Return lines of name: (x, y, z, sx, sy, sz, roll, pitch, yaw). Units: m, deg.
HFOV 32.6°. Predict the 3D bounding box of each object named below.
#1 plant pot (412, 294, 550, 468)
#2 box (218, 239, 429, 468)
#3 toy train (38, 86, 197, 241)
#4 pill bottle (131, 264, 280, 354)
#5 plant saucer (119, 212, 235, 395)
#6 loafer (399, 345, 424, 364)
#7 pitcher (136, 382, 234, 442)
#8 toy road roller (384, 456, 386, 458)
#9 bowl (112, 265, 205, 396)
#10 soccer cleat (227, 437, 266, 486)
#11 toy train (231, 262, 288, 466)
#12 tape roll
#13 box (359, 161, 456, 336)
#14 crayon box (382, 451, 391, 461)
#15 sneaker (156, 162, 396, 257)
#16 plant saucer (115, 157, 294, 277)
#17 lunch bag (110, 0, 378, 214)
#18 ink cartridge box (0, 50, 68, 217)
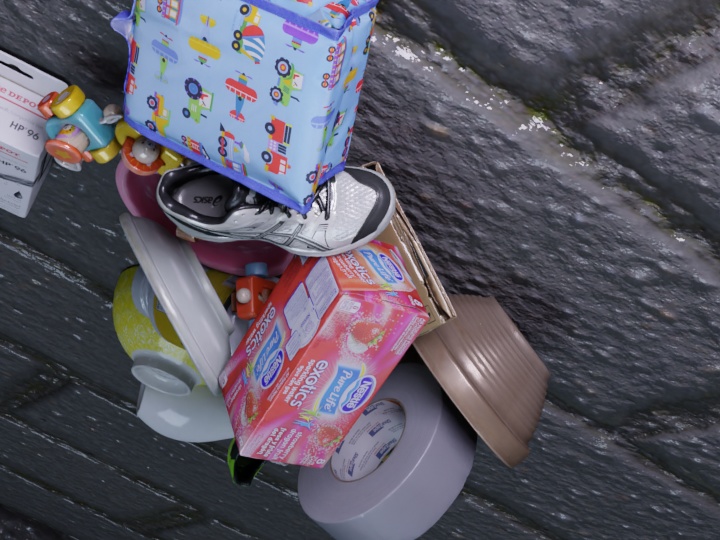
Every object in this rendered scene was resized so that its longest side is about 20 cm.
plant pot: (0.130, 0.094, 1.258, 0.202, 0.092, 0.201, 53, -176, -6)
box: (-0.037, 0.071, 1.102, 0.095, 0.100, 0.201, 15, 123, -31)
toy train: (-0.212, -0.087, 1.124, 0.198, 0.056, 0.151, 21, 146, 10)
pill bottle: (-0.165, 0.040, 1.365, 0.199, 0.113, 0.112, 19, 160, 43)
plant saucer: (-0.168, 0.024, 1.204, 0.201, 0.050, 0.200, 61, 174, 11)
loafer: (0.004, 0.061, 1.358, 0.199, 0.068, 0.076, 34, 150, -27)
pitcher: (-0.206, 0.181, 1.699, 0.198, 0.123, 0.171, 14, 168, -14)
toy road roller: (-0.031, 0.121, 1.434, 0.198, 0.124, 0.146, 17, 152, 8)
bowl: (-0.230, 0.091, 1.537, 0.198, 0.108, 0.201, 16, 153, 8)
soccer cleat: (-0.111, 0.191, 1.579, 0.067, 0.081, 0.201, 22, 113, -20)
toy train: (-0.090, 0.099, 1.252, 0.055, 0.202, 0.150, -12, 169, 28)
tape roll: (0.027, 0.197, 1.301, 0.199, 0.201, 0.066, -12, 132, 48)
box: (0.000, 0.000, 1.197, 0.165, 0.021, 0.200, 63, 149, 2)
crayon box: (-0.004, 0.200, 1.591, 0.118, 0.059, 0.200, 17, 168, 8)
sneaker: (-0.072, -0.053, 1.005, 0.198, 0.077, 0.088, -2, 172, 10)
plant saucer: (-0.143, -0.071, 1.222, 0.199, 0.051, 0.201, 18, 149, 11)
lunch bag: (-0.103, -0.157, 0.942, 0.198, 0.094, 0.152, 21, 124, 11)
ink cartridge box: (-0.368, -0.140, 1.238, 0.115, 0.068, 0.200, 25, 153, -10)
